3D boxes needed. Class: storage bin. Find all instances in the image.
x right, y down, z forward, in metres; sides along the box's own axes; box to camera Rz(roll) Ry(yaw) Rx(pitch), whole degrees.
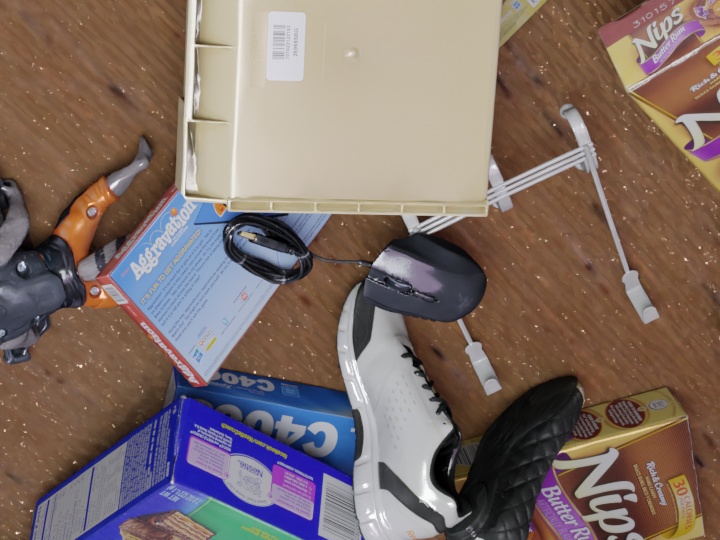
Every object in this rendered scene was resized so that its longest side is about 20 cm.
[{"bbox_3d":[-0.015,-0.139,0.955,0.198,0.094,0.200,1,103,-14],"label":"storage bin"}]

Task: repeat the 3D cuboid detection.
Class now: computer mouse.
[{"bbox_3d":[0.000,0.000,1.030,0.200,0.034,0.059,10,121,-24],"label":"computer mouse"}]

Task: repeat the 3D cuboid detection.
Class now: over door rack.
[{"bbox_3d":[0.118,-0.018,1.118,0.148,0.067,0.200,-25,128,4],"label":"over door rack"}]

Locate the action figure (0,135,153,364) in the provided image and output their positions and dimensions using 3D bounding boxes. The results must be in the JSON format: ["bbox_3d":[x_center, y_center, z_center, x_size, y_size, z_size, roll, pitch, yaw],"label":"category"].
[{"bbox_3d":[-0.221,-0.022,1.036,0.193,0.105,0.200,-24,119,-10],"label":"action figure"}]

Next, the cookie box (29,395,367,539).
[{"bbox_3d":[-0.120,0.192,1.105,0.171,0.075,0.200,29,135,-27],"label":"cookie box"}]

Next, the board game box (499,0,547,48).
[{"bbox_3d":[0.019,-0.170,1.031,0.200,0.035,0.135,-44,113,2],"label":"board game box"}]

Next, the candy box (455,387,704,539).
[{"bbox_3d":[0.165,0.176,1.210,0.200,0.056,0.117,-16,114,-4],"label":"candy box"}]

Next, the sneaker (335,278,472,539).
[{"bbox_3d":[0.035,0.098,1.096,0.080,0.200,0.074,-16,162,26],"label":"sneaker"}]

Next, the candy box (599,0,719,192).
[{"bbox_3d":[0.253,-0.131,1.020,0.117,0.057,0.200,-31,149,20],"label":"candy box"}]

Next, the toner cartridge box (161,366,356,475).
[{"bbox_3d":[-0.054,0.136,1.162,0.200,0.043,0.095,11,112,-13],"label":"toner cartridge box"}]

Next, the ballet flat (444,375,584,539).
[{"bbox_3d":[0.118,0.149,1.133,0.066,0.200,0.057,-17,115,43],"label":"ballet flat"}]

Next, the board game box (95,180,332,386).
[{"bbox_3d":[-0.085,-0.030,1.028,0.103,0.019,0.200,52,55,-25],"label":"board game box"}]
